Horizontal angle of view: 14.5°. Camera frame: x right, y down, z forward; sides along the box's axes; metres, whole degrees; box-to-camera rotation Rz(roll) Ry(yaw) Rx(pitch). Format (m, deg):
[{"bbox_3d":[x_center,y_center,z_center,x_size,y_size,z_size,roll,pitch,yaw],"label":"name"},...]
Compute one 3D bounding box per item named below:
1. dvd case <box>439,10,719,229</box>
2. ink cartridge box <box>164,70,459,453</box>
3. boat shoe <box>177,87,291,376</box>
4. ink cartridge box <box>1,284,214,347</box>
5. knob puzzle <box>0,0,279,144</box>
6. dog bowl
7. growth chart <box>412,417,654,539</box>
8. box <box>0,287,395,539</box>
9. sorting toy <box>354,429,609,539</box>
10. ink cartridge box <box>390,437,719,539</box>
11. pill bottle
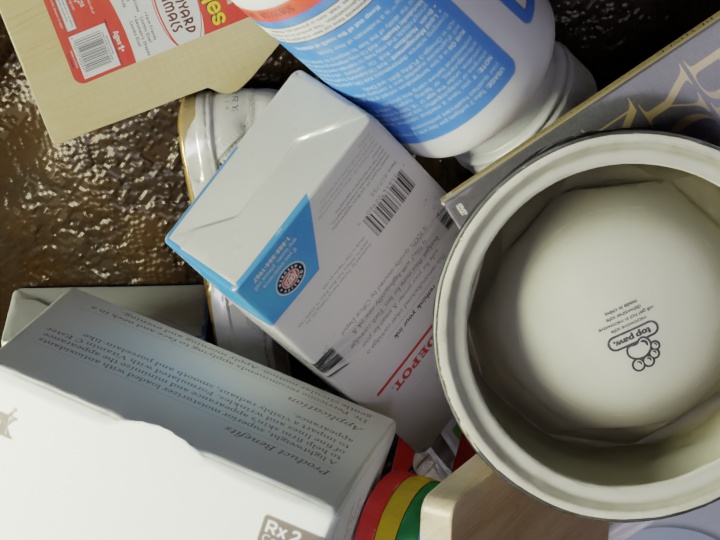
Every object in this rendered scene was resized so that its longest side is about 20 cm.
[{"bbox_3d":[0.164,-0.031,1.457,0.199,0.016,0.149,-34,102,7],"label":"dvd case"},{"bbox_3d":[0.000,0.000,1.507,0.116,0.068,0.200,-51,138,-5],"label":"ink cartridge box"},{"bbox_3d":[-0.050,-0.005,1.551,0.069,0.071,0.201,-8,116,4],"label":"boat shoe"},{"bbox_3d":[-0.137,0.112,1.611,0.114,0.068,0.201,-1,117,0],"label":"ink cartridge box"},{"bbox_3d":[-0.100,-0.183,1.473,0.218,0.030,0.221,-6,114,-13],"label":"knob puzzle"},{"bbox_3d":[0.133,0.020,1.424,0.199,0.074,0.201,-1,105,-2],"label":"dog bowl"},{"bbox_3d":[0.088,0.083,1.600,0.144,0.018,0.201,-24,101,19],"label":"growth chart"},{"bbox_3d":[-0.111,0.148,1.487,0.198,0.131,0.201,22,112,8],"label":"box"},{"bbox_3d":[0.062,0.169,1.527,0.069,0.200,0.200,14,115,27],"label":"sorting toy"},{"bbox_3d":[0.116,0.140,1.643,0.199,0.047,0.161,9,117,-7],"label":"ink cartridge box"},{"bbox_3d":[0.029,-0.128,1.458,0.112,0.112,0.200,-39,124,17],"label":"pill bottle"}]
